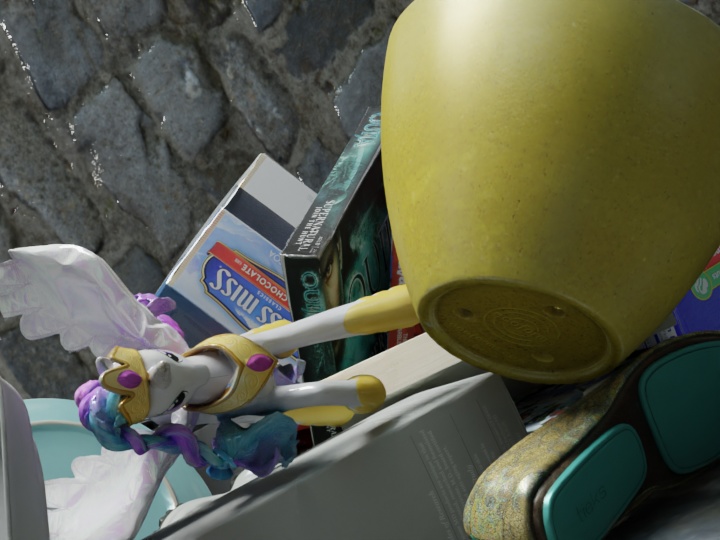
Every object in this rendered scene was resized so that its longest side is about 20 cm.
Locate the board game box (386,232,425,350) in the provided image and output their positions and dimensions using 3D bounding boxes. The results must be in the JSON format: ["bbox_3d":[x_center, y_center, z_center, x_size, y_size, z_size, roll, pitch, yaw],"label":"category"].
[{"bbox_3d":[0.045,0.046,1.230,0.019,0.104,0.200,-2,-17,12],"label":"board game box"}]

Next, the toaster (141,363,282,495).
[{"bbox_3d":[-0.148,0.161,1.225,0.180,0.119,0.199,-27,3,-37],"label":"toaster"}]

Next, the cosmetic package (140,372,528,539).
[{"bbox_3d":[-0.011,0.133,0.952,0.199,0.091,0.107,-29,3,-28],"label":"cosmetic package"}]

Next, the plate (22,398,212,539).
[{"bbox_3d":[-0.170,0.146,1.071,0.199,0.200,0.026,-26,-28,-39],"label":"plate"}]

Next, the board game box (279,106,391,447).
[{"bbox_3d":[0.000,0.000,1.178,0.028,0.136,0.200,1,31,17],"label":"board game box"}]

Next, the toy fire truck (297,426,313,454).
[{"bbox_3d":[-0.086,0.138,1.329,0.048,0.141,0.201,-11,-45,-35],"label":"toy fire truck"}]

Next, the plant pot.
[{"bbox_3d":[0.093,-0.029,0.920,0.199,0.199,0.143,-21,46,50],"label":"plant pot"}]

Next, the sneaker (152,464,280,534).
[{"bbox_3d":[-0.054,0.155,1.052,0.079,0.075,0.200,-3,16,27],"label":"sneaker"}]

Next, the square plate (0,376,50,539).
[{"bbox_3d":[-0.182,0.156,0.923,0.028,0.200,0.200,-4,-6,-25],"label":"square plate"}]

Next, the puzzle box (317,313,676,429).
[{"bbox_3d":[0.082,0.047,1.081,0.199,0.026,0.133,-25,-18,7],"label":"puzzle box"}]

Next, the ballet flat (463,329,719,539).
[{"bbox_3d":[0.120,0.082,0.895,0.199,0.071,0.070,-31,6,-42],"label":"ballet flat"}]

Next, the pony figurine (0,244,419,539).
[{"bbox_3d":[-0.091,0.056,0.940,0.199,0.168,0.192,-6,-7,-43],"label":"pony figurine"}]

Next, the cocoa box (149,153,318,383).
[{"bbox_3d":[-0.047,0.037,1.412,0.132,0.199,0.133,-55,4,-22],"label":"cocoa box"}]

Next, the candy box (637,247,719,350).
[{"bbox_3d":[0.199,0.025,1.273,0.168,0.078,0.199,-26,4,-38],"label":"candy box"}]

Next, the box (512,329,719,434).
[{"bbox_3d":[0.130,0.086,1.078,0.136,0.040,0.200,-25,2,-33],"label":"box"}]
